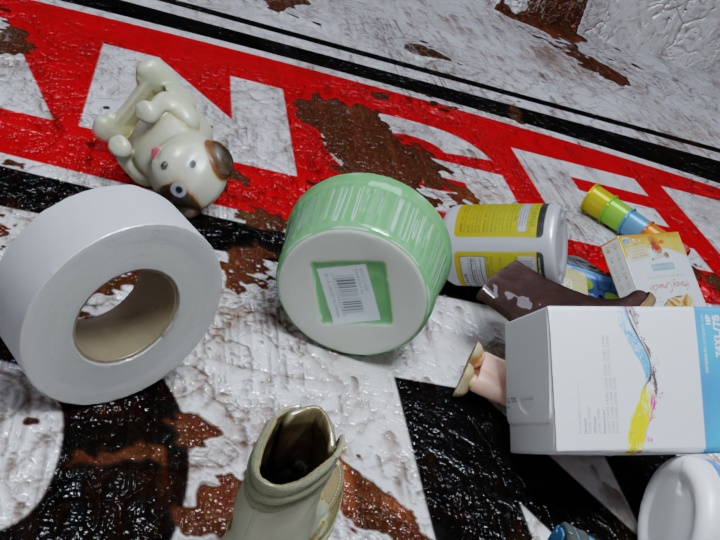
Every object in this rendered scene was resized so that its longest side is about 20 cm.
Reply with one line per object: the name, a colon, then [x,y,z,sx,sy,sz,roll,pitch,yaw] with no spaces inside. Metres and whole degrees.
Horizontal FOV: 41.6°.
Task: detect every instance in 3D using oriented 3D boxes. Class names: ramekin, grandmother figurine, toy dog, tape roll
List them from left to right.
tape roll: [-0.229,0.025,0.873,0.202,0.203,0.071,-9,39,-42]
toy dog: [-0.249,-0.153,1.266,0.194,0.139,0.200,45,5,-42]
ramekin: [0.000,0.000,1.075,0.199,0.201,0.098,20,36,-1]
grandmother figurine: [0.213,0.152,1.093,0.199,0.061,0.122,27,56,6]

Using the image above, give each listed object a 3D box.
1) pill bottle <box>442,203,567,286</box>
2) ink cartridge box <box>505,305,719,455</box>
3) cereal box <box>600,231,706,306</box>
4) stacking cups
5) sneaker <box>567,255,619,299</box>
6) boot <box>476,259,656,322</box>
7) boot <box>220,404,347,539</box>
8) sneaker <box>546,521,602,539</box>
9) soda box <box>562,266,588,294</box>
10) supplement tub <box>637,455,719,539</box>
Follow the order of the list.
pill bottle: [0.171,-0.034,1.272,0.199,0.112,0.111,1,22,21]
ink cartridge box: [0.268,0.118,0.992,0.199,0.147,0.147,1,-10,-9]
cereal box: [0.423,0.046,1.319,0.143,0.039,0.201,-5,71,-38]
stacking cups: [0.484,-0.078,1.660,0.200,0.061,0.060,36,32,23]
sneaker: [0.343,0.019,1.386,0.199,0.071,0.083,23,31,8]
boot: [0.256,0.034,1.160,0.166,0.073,0.200,41,46,21]
boot: [-0.050,0.171,0.780,0.072,0.155,0.200,27,29,13]
sneaker: [0.216,0.299,0.815,0.082,0.073,0.200,17,29,-9]
soda box: [0.263,0.062,1.268,0.067,0.064,0.200,20,29,0]
supplement tub: [0.388,0.264,0.926,0.199,0.132,0.132,15,29,-8]
